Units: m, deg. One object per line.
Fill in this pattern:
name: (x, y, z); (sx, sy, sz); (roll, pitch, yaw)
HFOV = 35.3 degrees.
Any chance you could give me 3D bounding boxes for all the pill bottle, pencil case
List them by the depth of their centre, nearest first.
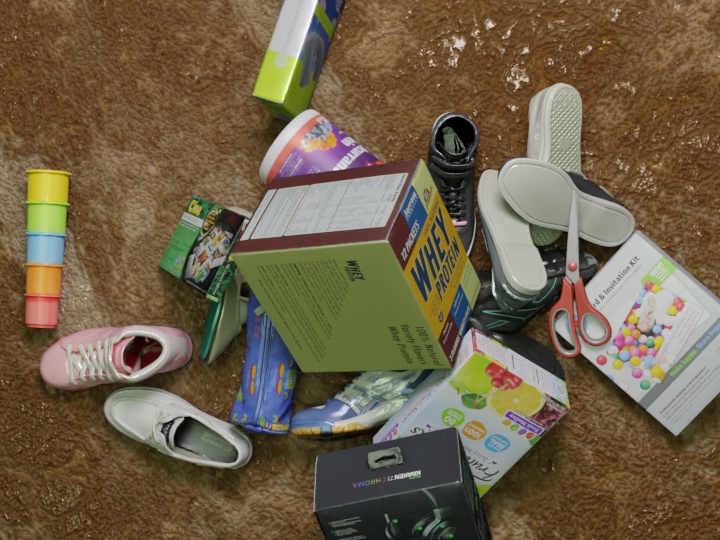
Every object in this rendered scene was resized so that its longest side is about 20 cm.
pencil case: (-0.111, 0.102, 1.391); (0.078, 0.087, 0.201); (9, 94, 13)
pill bottle: (-0.017, -0.097, 1.394); (0.200, 0.111, 0.112); (38, 90, 6)

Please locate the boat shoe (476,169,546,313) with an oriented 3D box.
boat shoe: (0.169, -0.037, 1.350); (0.072, 0.062, 0.201); (9, 46, -20)

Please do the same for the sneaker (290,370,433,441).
sneaker: (0.007, 0.156, 1.401); (0.199, 0.075, 0.089); (-11, 77, -5)

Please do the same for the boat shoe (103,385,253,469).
boat shoe: (-0.232, 0.200, 1.415); (0.199, 0.066, 0.072); (24, 89, 6)

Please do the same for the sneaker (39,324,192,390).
sneaker: (-0.317, 0.106, 1.411); (0.199, 0.105, 0.076); (-8, 87, 5)

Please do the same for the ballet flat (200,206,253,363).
ballet flat: (-0.156, 0.020, 1.426); (0.069, 0.069, 0.201); (7, 86, 6)

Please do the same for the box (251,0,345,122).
box: (-0.072, -0.292, 1.407); (0.047, 0.122, 0.201); (18, 88, 10)

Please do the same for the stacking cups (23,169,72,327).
stacking cups: (-0.403, -0.027, 1.448); (0.060, 0.061, 0.201); (1, 86, 5)

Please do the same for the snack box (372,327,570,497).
snack box: (0.128, 0.179, 1.327); (0.142, 0.053, 0.200); (31, 118, -17)

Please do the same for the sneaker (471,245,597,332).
sneaker: (0.197, 0.027, 1.397); (0.199, 0.075, 0.080); (-16, 115, -3)

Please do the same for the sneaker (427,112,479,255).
sneaker: (0.109, -0.102, 1.390); (0.070, 0.099, 0.201); (1, 87, 3)

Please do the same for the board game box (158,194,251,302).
board game box: (-0.188, -0.030, 1.372); (0.023, 0.200, 0.105); (25, 90, -28)

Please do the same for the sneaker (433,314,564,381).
sneaker: (0.158, 0.117, 1.380); (0.199, 0.086, 0.081); (30, 49, -14)

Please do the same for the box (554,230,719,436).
box: (0.358, 0.075, 1.365); (0.200, 0.041, 0.156); (42, 107, 7)

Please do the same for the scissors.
scissors: (0.246, 0.008, 1.346); (0.073, 0.014, 0.201); (-12, 104, 19)

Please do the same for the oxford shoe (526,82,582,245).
oxford shoe: (0.233, -0.131, 1.405); (0.075, 0.058, 0.201); (0, 100, -27)

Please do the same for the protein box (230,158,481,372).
protein box: (0.000, 0.000, 1.285); (0.199, 0.199, 0.135); (-4, 42, 30)

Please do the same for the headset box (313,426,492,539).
headset box: (0.051, 0.288, 1.312); (0.173, 0.093, 0.201); (-14, 123, 10)

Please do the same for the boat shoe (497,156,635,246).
boat shoe: (0.240, -0.090, 1.353); (0.199, 0.060, 0.074); (18, 115, -25)
